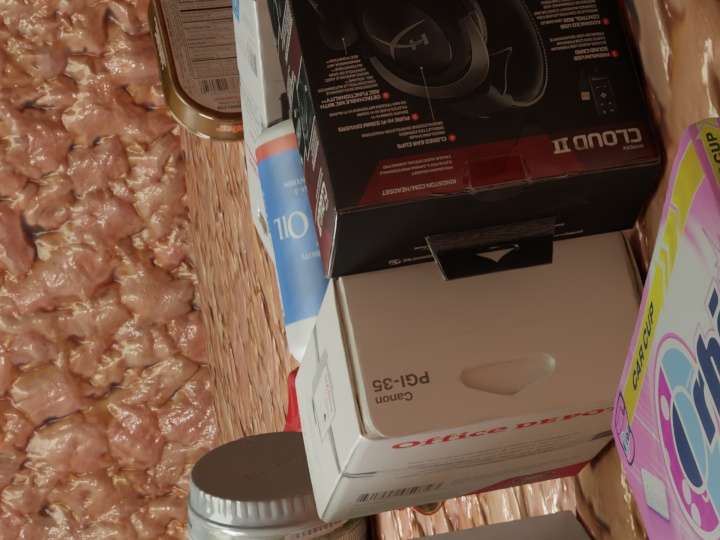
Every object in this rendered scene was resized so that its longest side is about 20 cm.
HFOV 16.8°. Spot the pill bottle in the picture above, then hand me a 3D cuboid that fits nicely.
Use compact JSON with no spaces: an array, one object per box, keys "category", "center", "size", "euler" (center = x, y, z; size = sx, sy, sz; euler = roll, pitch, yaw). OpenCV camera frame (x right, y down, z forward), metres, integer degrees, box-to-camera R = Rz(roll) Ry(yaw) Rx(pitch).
[{"category":"pill bottle","center":[0.000,0.000,1.596],"size":[0.112,0.111,0.201],"euler":[130,129,-79]}]

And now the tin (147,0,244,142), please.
[{"category":"tin","center":[-0.133,-0.210,2.262],"size":[0.042,0.111,0.201],"euler":[111,150,-54]}]

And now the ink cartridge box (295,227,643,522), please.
[{"category":"ink cartridge box","center":[0.052,0.054,1.189],"size":[0.200,0.145,0.083],"euler":[112,148,-72]}]

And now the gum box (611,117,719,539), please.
[{"category":"gum box","center":[0.144,0.043,0.838],"size":[0.200,0.066,0.114],"euler":[94,163,-55]}]

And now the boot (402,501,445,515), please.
[{"category":"boot","center":[0.025,0.135,1.717],"size":[0.200,0.075,0.108],"euler":[100,154,-62]}]

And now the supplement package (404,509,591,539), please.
[{"category":"supplement package","center":[0.044,0.242,1.261],"size":[0.191,0.199,0.148],"euler":[-120,22,-69]}]

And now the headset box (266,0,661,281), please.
[{"category":"headset box","center":[0.042,-0.093,1.102],"size":[0.077,0.148,0.201],"euler":[100,158,-67]}]

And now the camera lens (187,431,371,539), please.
[{"category":"camera lens","center":[-0.067,0.262,2.147],"size":[0.160,0.159,0.201],"euler":[-121,23,-68]}]

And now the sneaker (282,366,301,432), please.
[{"category":"sneaker","center":[-0.074,0.194,2.267],"size":[0.078,0.115,0.201],"euler":[139,121,-80]}]

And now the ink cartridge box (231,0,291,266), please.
[{"category":"ink cartridge box","center":[-0.044,-0.113,1.713],"size":[0.116,0.066,0.201],"euler":[-120,23,-65]}]
